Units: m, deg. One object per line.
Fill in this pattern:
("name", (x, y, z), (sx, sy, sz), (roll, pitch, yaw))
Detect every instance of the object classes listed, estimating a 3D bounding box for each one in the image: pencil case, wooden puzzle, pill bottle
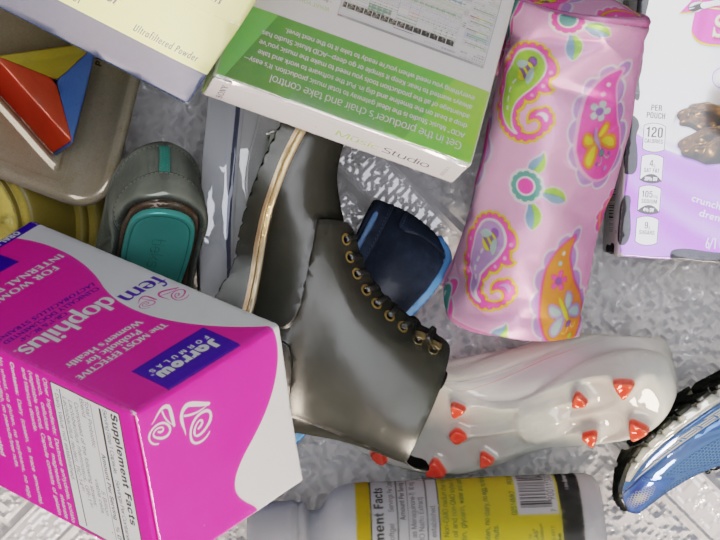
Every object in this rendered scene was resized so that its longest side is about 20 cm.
("pencil case", (0.102, -0.061, 1.274), (0.087, 0.087, 0.200), (11, 105, -1))
("wooden puzzle", (-0.209, -0.152, 1.265), (0.200, 0.046, 0.185), (19, 69, -20))
("pill bottle", (0.037, 0.175, 1.303), (0.200, 0.114, 0.114), (-3, 92, 0))

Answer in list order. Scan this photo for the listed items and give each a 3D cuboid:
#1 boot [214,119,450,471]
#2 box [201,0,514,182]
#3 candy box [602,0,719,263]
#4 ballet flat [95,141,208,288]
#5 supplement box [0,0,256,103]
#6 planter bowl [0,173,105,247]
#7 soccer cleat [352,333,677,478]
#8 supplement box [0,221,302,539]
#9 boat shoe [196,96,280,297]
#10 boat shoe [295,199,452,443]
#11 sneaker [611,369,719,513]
("boot", (0.000, 0.000, 1.249), (0.138, 0.077, 0.200), (18, 100, 2))
("box", (0.012, -0.161, 1.223), (0.144, 0.036, 0.200), (19, 69, -9))
("candy box", (0.232, -0.101, 1.316), (0.168, 0.072, 0.200), (4, 92, -1))
("ballet flat", (-0.124, 0.009, 1.300), (0.067, 0.064, 0.200), (7, 135, -14))
("supplement box", (-0.099, -0.233, 1.163), (0.134, 0.200, 0.200), (26, 114, -24))
("planter bowl", (-0.233, -0.023, 1.308), (0.200, 0.083, 0.201), (0, 92, -1))
("soccer cleat", (0.086, 0.075, 1.328), (0.200, 0.078, 0.069), (-7, 112, 19))
("supplement box", (-0.138, 0.062, 1.197), (0.101, 0.200, 0.103), (-32, 129, -37))
("boat shoe", (-0.058, -0.056, 1.319), (0.066, 0.072, 0.200), (4, 87, -2))
("boat shoe", (-0.033, 0.045, 1.323), (0.069, 0.084, 0.200), (42, 75, -3))
("sneaker", (0.238, 0.093, 1.320), (0.200, 0.079, 0.089), (-28, 90, 0))
